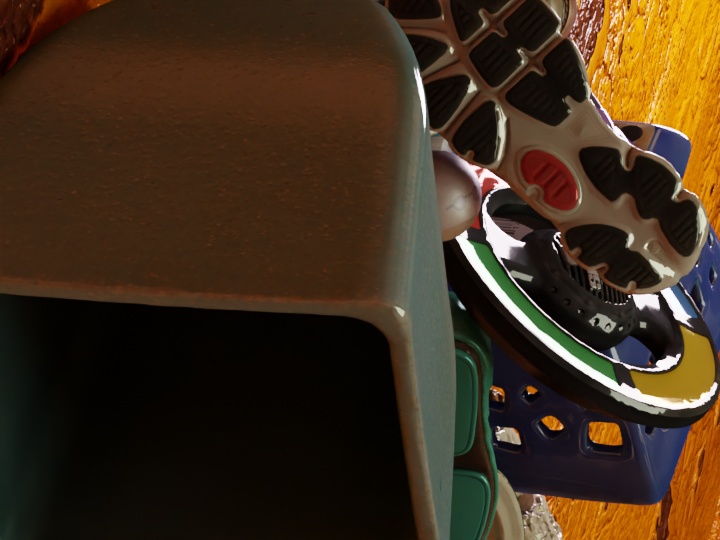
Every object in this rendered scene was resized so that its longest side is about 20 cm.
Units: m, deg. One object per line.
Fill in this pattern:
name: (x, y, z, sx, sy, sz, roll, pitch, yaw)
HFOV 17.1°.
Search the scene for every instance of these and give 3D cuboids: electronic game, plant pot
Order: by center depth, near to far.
plant pot: (-0.055, -0.005, 0.976, 0.196, 0.196, 0.200, 81, 16, -49)
electronic game: (0.119, 0.009, 1.324, 0.042, 0.200, 0.200, -50, 178, 28)
plant pot: (0.115, 0.012, 1.529, 0.180, 0.200, 0.200, 74, 31, -43)

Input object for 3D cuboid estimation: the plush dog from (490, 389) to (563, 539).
plush dog: (0.079, 0.170, 1.632, 0.200, 0.160, 0.172, -48, 122, -59)

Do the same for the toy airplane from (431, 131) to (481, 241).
toy airplane: (0.003, -0.062, 1.184, 0.199, 0.141, 0.200, 38, 77, -50)

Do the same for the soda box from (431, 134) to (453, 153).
soda box: (0.000, 0.000, 1.347, 0.064, 0.068, 0.200, 67, 38, -63)

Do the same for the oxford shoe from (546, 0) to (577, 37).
oxford shoe: (0.027, -0.184, 1.175, 0.070, 0.200, 0.075, -43, 171, 27)

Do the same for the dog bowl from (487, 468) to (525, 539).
dog bowl: (0.021, 0.205, 1.476, 0.200, 0.074, 0.200, -29, 127, -49)

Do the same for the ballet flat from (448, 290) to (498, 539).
ballet flat: (0.046, 0.090, 1.336, 0.070, 0.067, 0.200, -82, 175, -49)

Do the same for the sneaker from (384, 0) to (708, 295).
sneaker: (0.082, -0.069, 1.156, 0.081, 0.200, 0.083, -39, -171, 2)

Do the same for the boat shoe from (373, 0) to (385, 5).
boat shoe: (0.023, -0.133, 1.344, 0.200, 0.072, 0.066, -46, 149, -47)
